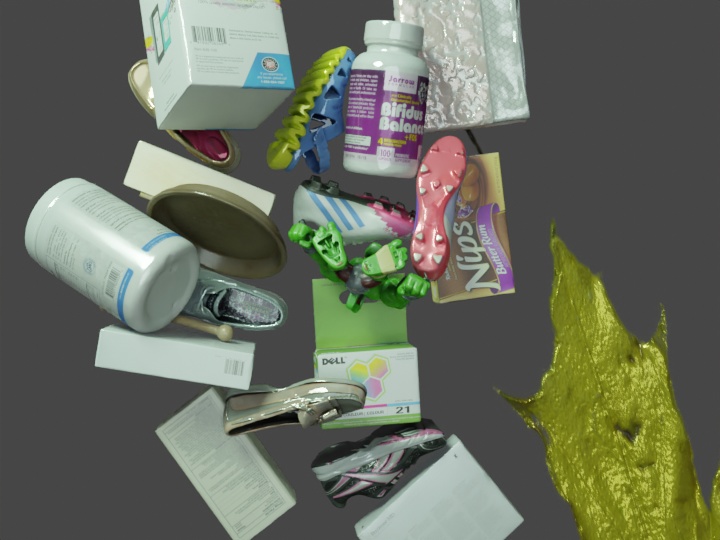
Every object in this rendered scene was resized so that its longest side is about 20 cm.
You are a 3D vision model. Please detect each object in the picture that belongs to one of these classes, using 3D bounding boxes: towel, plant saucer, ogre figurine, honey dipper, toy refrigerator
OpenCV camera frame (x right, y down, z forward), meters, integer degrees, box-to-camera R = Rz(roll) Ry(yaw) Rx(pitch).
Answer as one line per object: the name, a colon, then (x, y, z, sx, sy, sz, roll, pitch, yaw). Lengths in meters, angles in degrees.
towel: (0.149, -0.307, 1.210, 0.186, 0.032, 0.205, -6, 91, -6)
plant saucer: (-0.188, -0.053, 1.108, 0.196, 0.201, 0.030, 21, 62, -6)
ogre figurine: (0.000, 0.000, 1.132, 0.195, 0.120, 0.100, 4, 70, 7)
honey dipper: (-0.265, 0.061, 1.138, 0.196, 0.038, 0.039, 13, 90, 13)
toy refrigerator: (-0.220, -0.107, 1.152, 0.196, 0.076, 0.071, 22, 89, -7)

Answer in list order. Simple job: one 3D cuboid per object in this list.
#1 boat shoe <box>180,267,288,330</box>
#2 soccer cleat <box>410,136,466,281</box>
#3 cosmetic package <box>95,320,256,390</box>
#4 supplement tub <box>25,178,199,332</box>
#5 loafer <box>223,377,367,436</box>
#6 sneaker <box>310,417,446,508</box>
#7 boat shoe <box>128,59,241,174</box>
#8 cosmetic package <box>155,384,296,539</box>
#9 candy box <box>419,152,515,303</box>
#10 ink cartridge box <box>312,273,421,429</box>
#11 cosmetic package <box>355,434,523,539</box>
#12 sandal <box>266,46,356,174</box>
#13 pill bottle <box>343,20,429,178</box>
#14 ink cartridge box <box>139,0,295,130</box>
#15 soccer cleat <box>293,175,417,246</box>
boat shoe: (-0.196, 0.040, 1.159, 0.196, 0.071, 0.072, 13, 90, -6)
soccer cleat: (0.107, -0.085, 1.146, 0.065, 0.077, 0.204, 7, 74, 9)
cosmetic package: (-0.241, 0.111, 1.116, 0.195, 0.151, 0.053, 10, 93, -6)
supplement tub: (-0.321, -0.021, 1.083, 0.198, 0.132, 0.134, 30, 88, 19)
loafer: (-0.087, 0.188, 1.100, 0.195, 0.073, 0.064, -5, 51, 10)
sneaker: (0.032, 0.279, 1.195, 0.196, 0.080, 0.088, -19, 100, 5)
boat shoe: (-0.243, -0.219, 1.150, 0.200, 0.069, 0.074, 43, 87, -5)
cosmetic package: (-0.187, 0.268, 1.164, 0.103, 0.073, 0.202, -34, 95, -4)
candy box: (0.152, -0.060, 1.203, 0.114, 0.056, 0.205, -7, 91, -5)
ink cartridge box: (0.005, 0.112, 1.180, 0.144, 0.076, 0.205, -4, 93, -6)
cosmetic package: (0.113, 0.365, 1.202, 0.199, 0.052, 0.152, -40, 96, -4)
sandal: (-0.056, -0.219, 1.174, 0.086, 0.079, 0.203, 28, 89, -26)
pill bottle: (0.038, -0.235, 1.147, 0.110, 0.112, 0.205, 4, 99, -6)
ink cartridge box: (-0.191, -0.305, 1.078, 0.144, 0.145, 0.205, -5, 79, -31)
soccer cleat: (-0.004, -0.068, 1.188, 0.196, 0.070, 0.088, 18, 108, -6)
